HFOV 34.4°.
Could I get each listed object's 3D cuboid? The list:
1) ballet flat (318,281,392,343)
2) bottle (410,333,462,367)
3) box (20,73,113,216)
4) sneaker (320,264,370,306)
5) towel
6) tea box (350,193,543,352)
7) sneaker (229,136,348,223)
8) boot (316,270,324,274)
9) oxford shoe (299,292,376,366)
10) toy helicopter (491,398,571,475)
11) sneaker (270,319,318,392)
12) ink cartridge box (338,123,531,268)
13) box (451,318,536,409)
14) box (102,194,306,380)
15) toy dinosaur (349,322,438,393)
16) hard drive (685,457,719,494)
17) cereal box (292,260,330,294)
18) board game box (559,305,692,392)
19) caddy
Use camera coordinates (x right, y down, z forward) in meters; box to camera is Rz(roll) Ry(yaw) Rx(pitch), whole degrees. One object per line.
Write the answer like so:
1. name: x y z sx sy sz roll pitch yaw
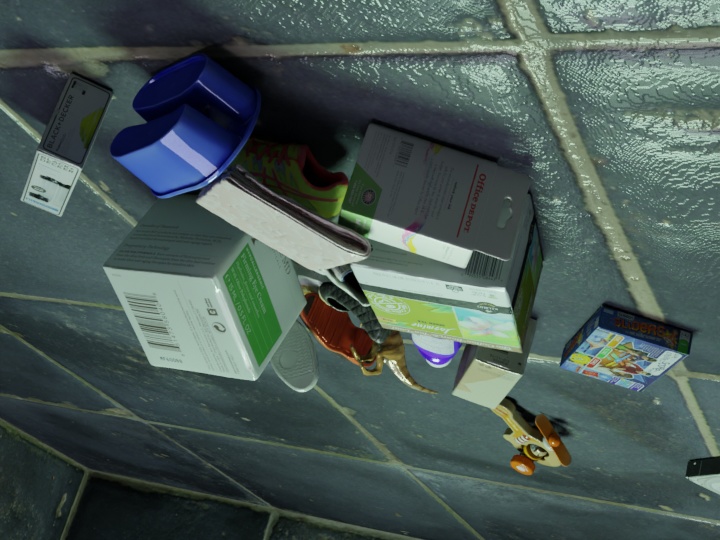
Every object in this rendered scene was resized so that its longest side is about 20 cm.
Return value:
1. ballet flat: -0.013 0.054 1.668 0.066 0.057 0.200 23 179 -28
2. bottle: 0.119 0.095 1.795 0.083 0.066 0.200 18 159 13
3. box: -0.385 -0.159 1.517 0.060 0.118 0.200 23 157 -14
4. sneaker: -0.037 -0.033 1.536 0.200 0.087 0.075 40 108 -13
5. towel: -0.096 -0.059 1.390 0.190 0.032 0.200 31 168 -14
6. tea box: 0.115 -0.007 1.469 0.198 0.135 0.197 9 157 19
7. sneaker: -0.100 -0.132 1.440 0.199 0.078 0.091 27 131 -9
8. boot: 0.000 0.000 1.655 0.198 0.074 0.096 18 159 8
9. oxford shoe: -0.051 0.093 1.817 0.072 0.072 0.200 10 156 39
10. toy helicopter: 0.307 0.298 2.126 0.132 0.079 0.200 1 140 50
11. sneaker: -0.105 0.114 1.798 0.201 0.073 0.118 58 -177 31
12. ink cartridge box: 0.085 -0.079 1.342 0.198 0.118 0.067 18 161 1
13. box: 0.204 0.137 1.796 0.077 0.096 0.200 18 157 1
14. box: -0.217 0.021 1.662 0.198 0.172 0.200 5 132 27
15. toy dinosaur: 0.046 0.128 1.789 0.060 0.105 0.202 -142 30 -75
16. hard drive: 0.688 0.366 2.039 0.139 0.038 0.200 26 156 -20
17. cereal box: -0.105 0.013 1.808 0.198 0.040 0.144 19 158 -3
18. board game box: 0.381 0.118 1.690 0.134 0.035 0.200 17 158 -1
19. caddy: -0.195 -0.159 1.339 0.105 0.142 0.199 36 153 -31
